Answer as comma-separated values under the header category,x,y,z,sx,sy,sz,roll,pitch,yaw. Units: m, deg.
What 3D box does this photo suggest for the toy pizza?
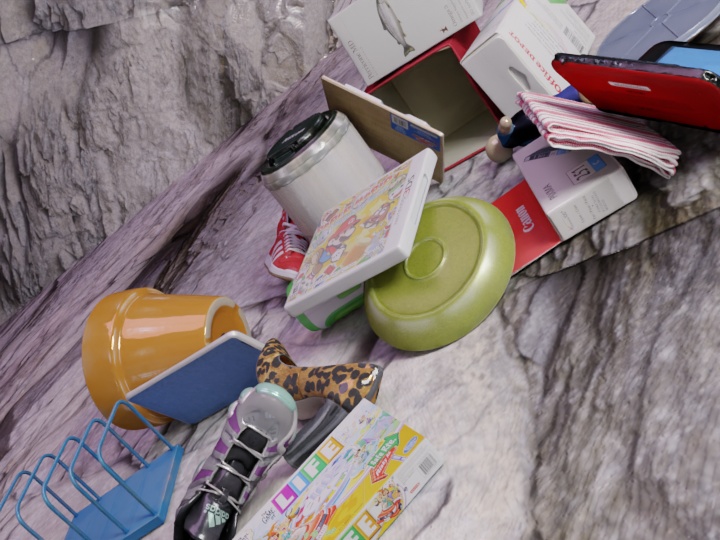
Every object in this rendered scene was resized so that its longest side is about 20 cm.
category,x,y,z,sx,sy,sz,roll,pitch,yaw
toy pizza,0.411,-0.326,1.075,0.199,0.032,0.201,-35,22,16

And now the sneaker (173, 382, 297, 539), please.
category,x,y,z,sx,sy,sz,roll,pitch,yaw
sneaker,-0.130,0.217,0.792,0.202,0.077,0.141,-60,6,29

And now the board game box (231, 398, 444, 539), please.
category,x,y,z,sx,sy,sz,roll,pitch,yaw
board game box,-0.028,0.218,0.733,0.200,0.034,0.134,-46,21,-14

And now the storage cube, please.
category,x,y,z,sx,sy,sz,roll,pitch,yaw
storage cube,0.126,-0.280,1.268,0.198,0.172,0.181,-25,25,31

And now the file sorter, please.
category,x,y,z,sx,sy,sz,roll,pitch,yaw
file sorter,-0.350,0.284,1.020,0.198,0.123,0.139,-35,21,13

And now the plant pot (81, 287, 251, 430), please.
category,x,y,z,sx,sy,sz,roll,pitch,yaw
plant pot,-0.262,0.115,1.140,0.180,0.203,0.201,-12,30,21

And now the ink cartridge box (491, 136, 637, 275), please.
category,x,y,z,sx,sy,sz,roll,pitch,yaw
ink cartridge box,0.209,-0.089,0.930,0.175,0.045,0.201,-33,22,14

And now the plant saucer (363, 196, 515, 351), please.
category,x,y,z,sx,sy,sz,roll,pitch,yaw
plant saucer,0.079,-0.007,0.903,0.197,0.031,0.203,-21,48,25

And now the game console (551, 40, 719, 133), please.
category,x,y,z,sx,sy,sz,roll,pitch,yaw
game console,0.332,-0.218,0.825,0.199,0.171,0.121,27,93,51

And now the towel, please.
category,x,y,z,sx,sy,sz,roll,pitch,yaw
towel,0.253,-0.156,0.878,0.201,0.143,0.030,-87,10,-67

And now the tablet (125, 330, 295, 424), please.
category,x,y,z,sx,sy,sz,roll,pitch,yaw
tablet,-0.196,0.144,1.044,0.198,0.130,0.014,-30,51,23

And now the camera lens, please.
category,x,y,z,sx,sy,sz,roll,pitch,yaw
camera lens,-0.041,-0.125,1.198,0.159,0.201,0.161,-33,22,15

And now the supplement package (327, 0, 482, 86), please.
category,x,y,z,sx,sy,sz,roll,pitch,yaw
supplement package,0.069,-0.387,1.176,0.198,0.118,0.118,-27,24,23

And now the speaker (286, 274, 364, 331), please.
category,x,y,z,sx,sy,sz,roll,pitch,yaw
speaker,0.000,0.000,1.047,0.198,0.089,0.089,-32,22,19

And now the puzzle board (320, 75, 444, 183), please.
category,x,y,z,sx,sy,sz,roll,pitch,yaw
puzzle board,0.038,-0.208,1.173,0.018,0.198,0.151,-58,-14,-14

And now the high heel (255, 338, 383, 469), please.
category,x,y,z,sx,sy,sz,roll,pitch,yaw
high heel,-0.046,0.111,0.909,0.142,0.071,0.201,-42,37,11

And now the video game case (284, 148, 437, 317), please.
category,x,y,z,sx,sy,sz,roll,pitch,yaw
video game case,0.000,-0.047,0.977,0.198,0.023,0.184,-29,30,38

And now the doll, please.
category,x,y,z,sx,sy,sz,roll,pitch,yaw
doll,0.235,-0.199,1.054,0.135,0.049,0.199,-17,-7,-37

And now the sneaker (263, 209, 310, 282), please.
category,x,y,z,sx,sy,sz,roll,pitch,yaw
sneaker,-0.100,-0.040,1.265,0.114,0.070,0.200,-68,21,3

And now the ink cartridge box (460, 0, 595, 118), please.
category,x,y,z,sx,sy,sz,roll,pitch,yaw
ink cartridge box,0.250,-0.324,1.171,0.087,0.145,0.201,-31,21,47
